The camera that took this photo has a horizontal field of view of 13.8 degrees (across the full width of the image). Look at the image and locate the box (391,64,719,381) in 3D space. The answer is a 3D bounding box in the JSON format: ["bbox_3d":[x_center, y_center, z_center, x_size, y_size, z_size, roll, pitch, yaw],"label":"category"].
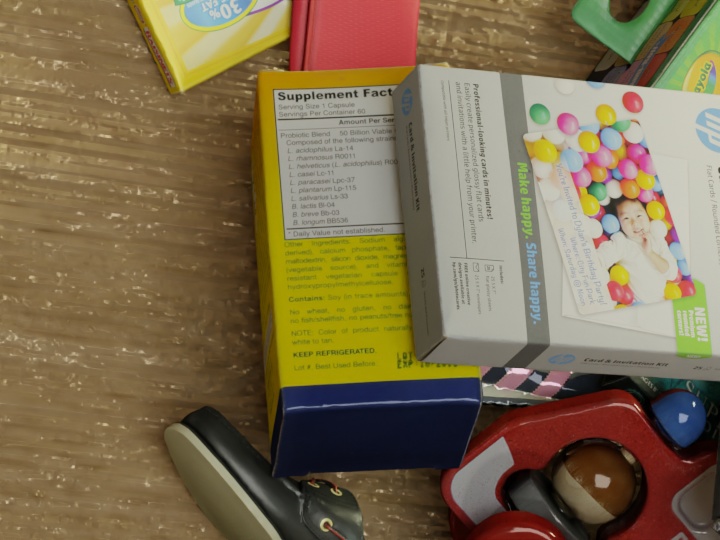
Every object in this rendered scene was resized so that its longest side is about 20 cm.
[{"bbox_3d":[0.120,-0.024,1.586,0.199,0.041,0.157,5,67,-23],"label":"box"}]

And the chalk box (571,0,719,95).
[{"bbox_3d":[0.215,-0.109,1.737,0.200,0.124,0.125,40,76,-14],"label":"chalk box"}]

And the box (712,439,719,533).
[{"bbox_3d":[0.283,0.124,1.679,0.198,0.050,0.201,40,35,-22],"label":"box"}]

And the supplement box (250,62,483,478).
[{"bbox_3d":[0.000,0.000,1.624,0.108,0.110,0.201,-2,68,-6],"label":"supplement box"}]

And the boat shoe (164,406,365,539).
[{"bbox_3d":[-0.032,0.147,1.671,0.063,0.074,0.202,-47,107,-17],"label":"boat shoe"}]

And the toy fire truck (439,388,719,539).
[{"bbox_3d":[0.149,0.152,1.684,0.168,0.112,0.200,-38,102,8],"label":"toy fire truck"}]

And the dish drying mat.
[{"bbox_3d":[0.001,-0.182,1.692,0.076,0.018,0.201,3,91,-22],"label":"dish drying mat"}]

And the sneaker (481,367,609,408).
[{"bbox_3d":[0.093,0.038,1.718,0.199,0.070,0.083,6,88,-21],"label":"sneaker"}]

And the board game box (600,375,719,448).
[{"bbox_3d":[0.236,0.080,1.752,0.200,0.028,0.136,44,52,-20],"label":"board game box"}]

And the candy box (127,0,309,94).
[{"bbox_3d":[-0.042,-0.189,1.700,0.199,0.026,0.103,-29,102,-18],"label":"candy box"}]
